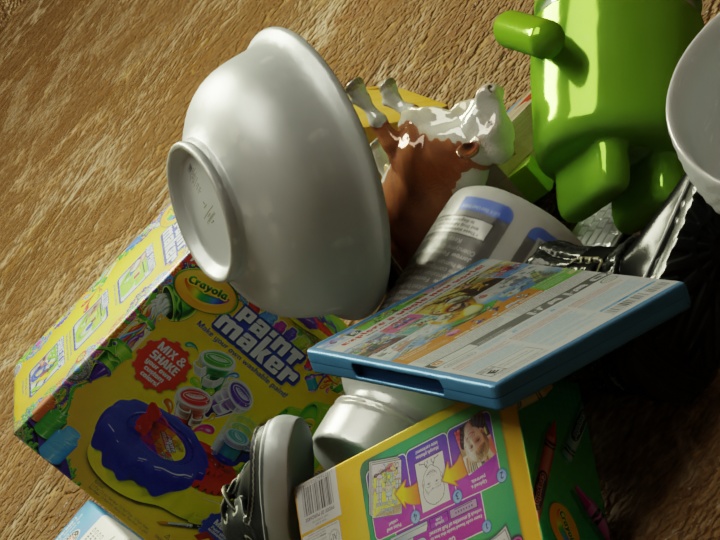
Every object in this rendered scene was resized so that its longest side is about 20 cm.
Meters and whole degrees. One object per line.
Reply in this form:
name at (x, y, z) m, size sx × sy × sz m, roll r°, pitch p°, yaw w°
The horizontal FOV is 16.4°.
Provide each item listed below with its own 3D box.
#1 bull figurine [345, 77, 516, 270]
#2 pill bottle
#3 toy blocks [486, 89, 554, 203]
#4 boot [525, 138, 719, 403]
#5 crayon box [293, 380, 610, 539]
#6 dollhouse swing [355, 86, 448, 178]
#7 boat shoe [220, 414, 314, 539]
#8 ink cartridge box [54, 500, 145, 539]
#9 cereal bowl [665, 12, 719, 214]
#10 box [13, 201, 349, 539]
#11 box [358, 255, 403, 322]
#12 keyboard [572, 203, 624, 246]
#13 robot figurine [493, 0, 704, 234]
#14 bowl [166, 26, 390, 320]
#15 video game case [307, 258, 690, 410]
bull figurine at (0.040, -0.068, 1.707) m, size 0.065 × 0.121 × 0.200 m, roll -26°, pitch -28°, yaw -33°
pill bottle at (0.058, 0.055, 1.608) m, size 0.200 × 0.114 × 0.114 m, roll -56°, pitch 21°, yaw -21°
toy blocks at (0.109, -0.082, 1.804) m, size 0.137 × 0.100 × 0.200 m, roll -44°, pitch 4°, yaw -32°
boot at (0.178, -0.010, 1.526) m, size 0.212 × 0.079 × 0.158 m, roll -55°, pitch 21°, yaw -16°
crayon box at (0.051, 0.152, 1.452) m, size 0.200 × 0.058 × 0.119 m, roll -30°, pitch 60°, yaw 41°
dollhouse swing at (-0.022, -0.047, 2.084) m, size 0.181 × 0.177 × 0.200 m, roll -10°, pitch 12°, yaw -16°
boat shoe at (-0.062, 0.160, 1.591) m, size 0.200 × 0.056 × 0.069 m, roll 89°, pitch -168°, yaw -52°
ink cartridge box at (-0.147, 0.266, 1.608) m, size 0.147 × 0.145 × 0.200 m, roll -50°, pitch 20°, yaw -6°
cereal bowl at (0.277, -0.085, 1.405) m, size 0.199 × 0.083 × 0.201 m, roll -17°, pitch 42°, yaw 16°
box at (-0.112, 0.086, 1.784) m, size 0.193 × 0.200 × 0.122 m, roll -46°, pitch 20°, yaw 11°
box at (0.000, 0.000, 1.761) m, size 0.021 × 0.164 × 0.200 m, roll -37°, pitch 19°, yaw -7°
keyboard at (0.206, -0.092, 1.719) m, size 0.200 × 0.011 × 0.056 m, roll -56°, pitch 21°, yaw -19°
robot figurine at (0.171, -0.130, 1.654) m, size 0.116 × 0.175 × 0.201 m, roll 139°, pitch 137°, yaw -59°
bowl at (-0.066, -0.050, 1.627) m, size 0.090 × 0.202 × 0.201 m, roll -20°, pitch 9°, yaw -23°
video game case at (0.077, 0.034, 1.450) m, size 0.143 × 0.018 × 0.200 m, roll -27°, pitch 18°, yaw -27°
